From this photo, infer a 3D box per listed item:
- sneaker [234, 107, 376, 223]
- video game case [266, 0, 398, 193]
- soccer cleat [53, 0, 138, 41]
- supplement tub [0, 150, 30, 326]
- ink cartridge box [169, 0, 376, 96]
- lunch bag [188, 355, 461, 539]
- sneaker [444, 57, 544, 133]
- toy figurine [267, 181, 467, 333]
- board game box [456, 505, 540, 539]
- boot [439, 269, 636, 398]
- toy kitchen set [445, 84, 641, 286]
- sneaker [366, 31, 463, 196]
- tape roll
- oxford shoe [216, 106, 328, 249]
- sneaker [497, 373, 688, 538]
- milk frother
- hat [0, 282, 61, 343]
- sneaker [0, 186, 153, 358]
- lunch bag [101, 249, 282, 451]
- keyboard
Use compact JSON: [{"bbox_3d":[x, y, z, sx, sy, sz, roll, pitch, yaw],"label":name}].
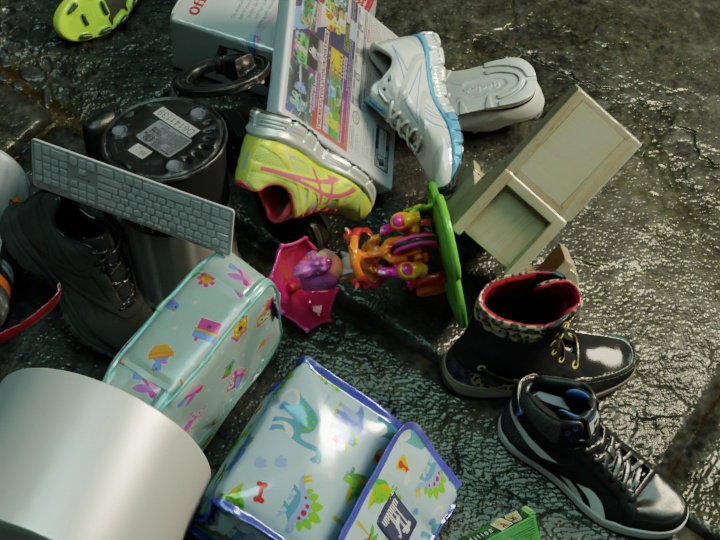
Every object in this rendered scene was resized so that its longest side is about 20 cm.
[{"bbox_3d":[-0.060,-0.083,1.305,0.078,0.200,0.090,17,81,39],"label":"sneaker"},{"bbox_3d":[-0.024,-0.205,1.392,0.023,0.182,0.200,-17,57,36],"label":"video game case"},{"bbox_3d":[-0.296,-0.337,1.551,0.084,0.065,0.200,12,55,38],"label":"soccer cleat"},{"bbox_3d":[-0.392,-0.016,1.278,0.122,0.123,0.200,4,57,-4],"label":"supplement tub"},{"bbox_3d":[-0.098,-0.278,1.509,0.200,0.083,0.146,19,57,6],"label":"ink cartridge box"},{"bbox_3d":[-0.023,0.205,1.181,0.200,0.127,0.170,36,58,-7],"label":"lunch bag"},{"bbox_3d":[0.104,-0.181,1.480,0.200,0.081,0.076,-2,71,16],"label":"sneaker"},{"bbox_3d":[0.000,0.000,1.293,0.184,0.200,0.150,-13,80,0],"label":"toy figurine"},{"bbox_3d":[0.074,0.290,1.146,0.200,0.105,0.023,-22,23,-20],"label":"board game box"},{"bbox_3d":[0.185,0.064,1.273,0.200,0.151,0.073,2,58,-7],"label":"boot"},{"bbox_3d":[0.204,-0.073,1.317,0.163,0.180,0.200,40,14,-8],"label":"toy kitchen set"},{"bbox_3d":[0.052,-0.163,1.392,0.087,0.075,0.200,-3,60,-17],"label":"sneaker"},{"bbox_3d":[-0.243,0.195,1.109,0.203,0.203,0.139,19,56,6],"label":"tape roll"},{"bbox_3d":[-0.077,-0.104,1.405,0.084,0.073,0.200,-17,63,-27],"label":"oxford shoe"},{"bbox_3d":[0.222,0.170,1.231,0.200,0.112,0.073,30,59,13],"label":"sneaker"},{"bbox_3d":[-0.158,-0.096,1.314,0.200,0.188,0.181,-24,52,-20],"label":"milk frother"},{"bbox_3d":[-0.382,0.124,1.207,0.200,0.166,0.176,-3,19,26],"label":"hat"},{"bbox_3d":[-0.252,0.004,1.262,0.200,0.091,0.076,48,36,-16],"label":"sneaker"},{"bbox_3d":[-0.148,0.088,1.219,0.077,0.160,0.200,30,64,19],"label":"lunch bag"},{"bbox_3d":[-0.206,-0.066,1.189,0.200,0.056,0.011,20,50,9],"label":"keyboard"}]
